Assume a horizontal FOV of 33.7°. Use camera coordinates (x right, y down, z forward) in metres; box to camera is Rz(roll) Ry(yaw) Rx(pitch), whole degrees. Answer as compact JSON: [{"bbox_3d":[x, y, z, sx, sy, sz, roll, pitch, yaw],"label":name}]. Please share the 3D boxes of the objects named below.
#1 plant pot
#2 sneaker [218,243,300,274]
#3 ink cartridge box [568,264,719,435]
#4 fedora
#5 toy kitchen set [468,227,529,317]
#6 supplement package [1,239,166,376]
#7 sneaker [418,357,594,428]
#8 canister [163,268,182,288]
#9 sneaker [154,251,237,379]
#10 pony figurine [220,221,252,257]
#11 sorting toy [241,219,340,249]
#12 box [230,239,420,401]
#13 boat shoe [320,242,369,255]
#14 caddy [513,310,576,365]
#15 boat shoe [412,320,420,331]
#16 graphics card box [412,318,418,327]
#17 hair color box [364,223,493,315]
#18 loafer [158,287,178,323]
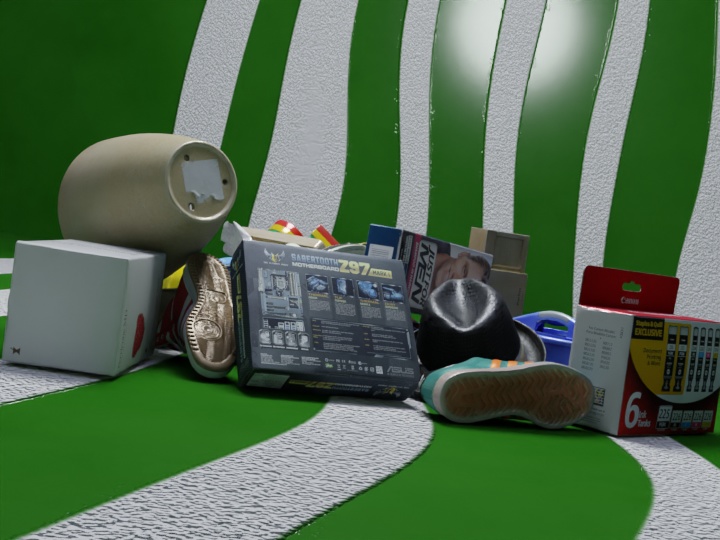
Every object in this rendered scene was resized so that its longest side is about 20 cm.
[{"bbox_3d":[-0.233,-0.086,1.401,0.185,0.191,0.199,6,-12,-35],"label":"plant pot"},{"bbox_3d":[-0.125,0.014,1.445,0.104,0.077,0.200,-12,2,-19],"label":"sneaker"},{"bbox_3d":[0.330,0.092,1.359,0.198,0.179,0.083,5,3,-43],"label":"ink cartridge box"},{"bbox_3d":[0.124,0.069,1.381,0.197,0.093,0.201,-7,25,3],"label":"fedora"},{"bbox_3d":[0.122,0.033,1.740,0.161,0.203,0.180,7,2,-31],"label":"toy kitchen set"},{"bbox_3d":[-0.287,0.035,1.263,0.118,0.123,0.200,8,3,1],"label":"supplement package"},{"bbox_3d":[0.154,0.124,1.270,0.197,0.073,0.080,5,7,-24],"label":"sneaker"},{"bbox_3d":[-0.201,0.042,1.871,0.198,0.088,0.148,12,4,39],"label":"canister"},{"bbox_3d":[-0.185,0.081,1.345,0.070,0.113,0.201,17,30,-21],"label":"sneaker"},{"bbox_3d":[-0.147,0.039,1.641,0.198,0.168,0.192,25,0,-35],"label":"pony figurine"},{"bbox_3d":[-0.076,0.006,1.879,0.198,0.200,0.070,11,49,45],"label":"sorting toy"},{"bbox_3d":[-0.039,0.055,1.291,0.197,0.160,0.051,7,-33,-24],"label":"box"},{"bbox_3d":[0.000,0.000,1.547,0.060,0.073,0.200,22,7,39],"label":"boat shoe"},{"bbox_3d":[0.252,0.107,1.571,0.140,0.107,0.199,5,4,-43],"label":"caddy"},{"bbox_3d":[0.004,0.084,1.520,0.197,0.085,0.069,11,-24,26],"label":"boat shoe"},{"bbox_3d":[0.009,0.054,1.662,0.199,0.051,0.125,31,-2,40],"label":"graphics card box"},{"bbox_3d":[0.087,0.008,1.548,0.060,0.102,0.199,11,-1,42],"label":"hair color box"},{"bbox_3d":[-0.253,0.060,1.473,0.197,0.077,0.068,-2,6,-13],"label":"loafer"}]
